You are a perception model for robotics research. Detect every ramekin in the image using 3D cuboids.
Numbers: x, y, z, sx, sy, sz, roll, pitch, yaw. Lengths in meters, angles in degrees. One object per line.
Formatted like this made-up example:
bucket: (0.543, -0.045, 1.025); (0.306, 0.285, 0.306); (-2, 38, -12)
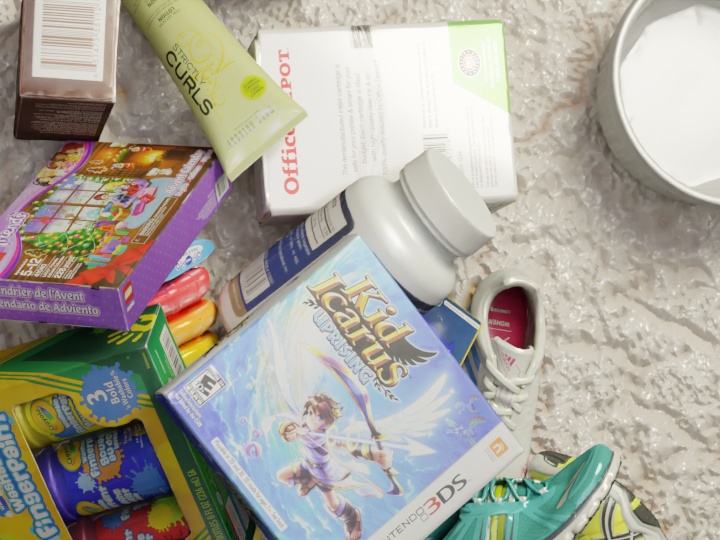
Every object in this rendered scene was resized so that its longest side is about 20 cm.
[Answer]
ramekin: (0.284, -0.145, 1.734); (0.199, 0.105, 0.201); (1, 84, -9)

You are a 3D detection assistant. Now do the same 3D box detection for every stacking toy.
stacking toy: (-0.140, 0.084, 1.634); (0.109, 0.116, 0.201); (-17, 98, 31)

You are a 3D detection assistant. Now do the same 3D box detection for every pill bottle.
pill bottle: (0.000, 0.000, 1.613); (0.200, 0.111, 0.111); (-37, 92, 17)

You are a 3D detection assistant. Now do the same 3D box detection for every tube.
tube: (-0.118, -0.161, 1.647); (0.052, 0.058, 0.200); (-13, 54, -36)

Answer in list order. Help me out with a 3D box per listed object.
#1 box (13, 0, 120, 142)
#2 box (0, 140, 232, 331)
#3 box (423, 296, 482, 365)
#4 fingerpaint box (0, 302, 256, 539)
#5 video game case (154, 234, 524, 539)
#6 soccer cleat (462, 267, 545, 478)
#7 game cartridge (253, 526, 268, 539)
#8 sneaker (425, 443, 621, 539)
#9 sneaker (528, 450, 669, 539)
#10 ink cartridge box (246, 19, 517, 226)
box: (-0.220, -0.158, 1.601); (0.075, 0.200, 0.101); (3, 85, -12)
box: (-0.195, -0.030, 1.585); (0.136, 0.200, 0.039); (3, 124, 20)
box: (0.014, 0.108, 1.655); (0.064, 0.070, 0.201); (36, 65, -16)
fingerpaint box: (-0.191, 0.146, 1.582); (0.166, 0.073, 0.201); (-16, 113, 12)
video game case: (-0.013, 0.107, 1.520); (0.181, 0.045, 0.200); (-40, 97, -14)
soccer cleat: (0.107, 0.096, 1.692); (0.069, 0.086, 0.201); (5, 85, -9)
game cartridge: (-0.042, 0.210, 1.686); (0.175, 0.032, 0.201); (15, 84, -8)
sneaker: (0.109, 0.189, 1.641); (0.200, 0.078, 0.080); (-34, 98, 15)
sneaker: (0.202, 0.224, 1.701); (0.200, 0.075, 0.076); (45, 80, -6)
ink cartridge box: (0.014, -0.116, 1.695); (0.199, 0.084, 0.146); (-3, 85, -10)
